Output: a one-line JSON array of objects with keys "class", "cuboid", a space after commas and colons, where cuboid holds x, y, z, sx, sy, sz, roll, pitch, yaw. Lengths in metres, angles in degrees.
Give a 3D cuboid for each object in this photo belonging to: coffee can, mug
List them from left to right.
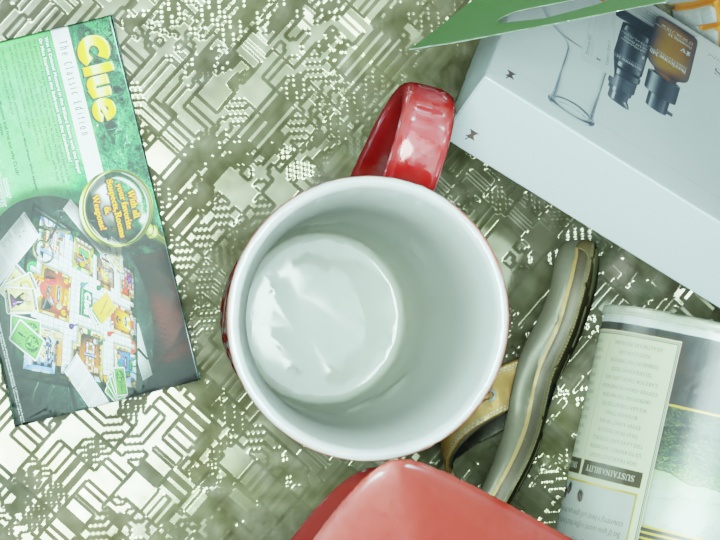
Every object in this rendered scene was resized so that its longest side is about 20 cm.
[{"class": "mug", "cuboid": [0.006, 0.010, 1.258, 0.177, 0.200, 0.134, -44, 94, -7]}, {"class": "coffee can", "cuboid": [0.176, 0.132, 1.307, 0.145, 0.146, 0.202, 13, 87, -8]}]

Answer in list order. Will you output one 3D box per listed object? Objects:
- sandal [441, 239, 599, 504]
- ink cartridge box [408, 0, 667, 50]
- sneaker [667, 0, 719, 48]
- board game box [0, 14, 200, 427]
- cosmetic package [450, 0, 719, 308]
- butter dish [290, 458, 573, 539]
[{"class": "sandal", "cuboid": [0.075, 0.073, 1.333, 0.054, 0.080, 0.201, 20, 85, 8]}, {"class": "ink cartridge box", "cuboid": [0.120, -0.171, 1.232, 0.145, 0.200, 0.048, -8, 107, 33]}, {"class": "sneaker", "cuboid": [0.195, -0.208, 1.356, 0.077, 0.078, 0.201, -27, 100, -28]}, {"class": "board game box", "cuboid": [-0.158, -0.027, 1.325, 0.104, 0.023, 0.202, -13, 91, -6]}, {"class": "cosmetic package", "cuboid": [0.152, -0.074, 1.311, 0.199, 0.052, 0.151, 31, 40, -7]}, {"class": "butter dish", "cuboid": [0.020, 0.180, 1.233, 0.199, 0.148, 0.200, 30, 103, -26]}]
